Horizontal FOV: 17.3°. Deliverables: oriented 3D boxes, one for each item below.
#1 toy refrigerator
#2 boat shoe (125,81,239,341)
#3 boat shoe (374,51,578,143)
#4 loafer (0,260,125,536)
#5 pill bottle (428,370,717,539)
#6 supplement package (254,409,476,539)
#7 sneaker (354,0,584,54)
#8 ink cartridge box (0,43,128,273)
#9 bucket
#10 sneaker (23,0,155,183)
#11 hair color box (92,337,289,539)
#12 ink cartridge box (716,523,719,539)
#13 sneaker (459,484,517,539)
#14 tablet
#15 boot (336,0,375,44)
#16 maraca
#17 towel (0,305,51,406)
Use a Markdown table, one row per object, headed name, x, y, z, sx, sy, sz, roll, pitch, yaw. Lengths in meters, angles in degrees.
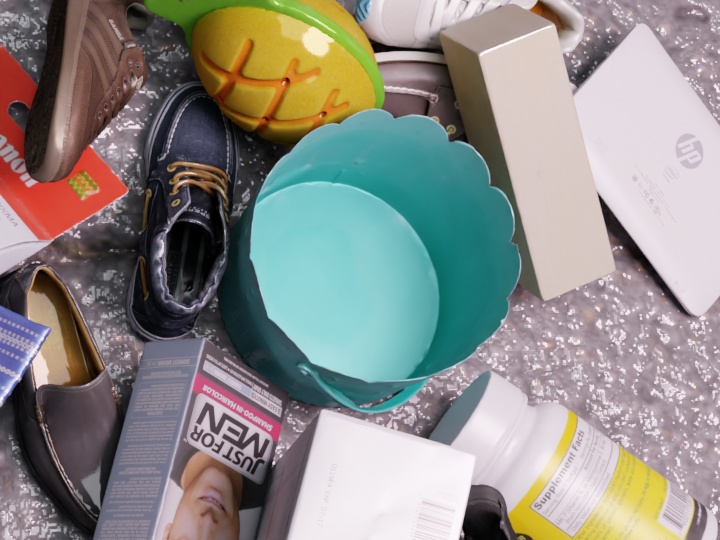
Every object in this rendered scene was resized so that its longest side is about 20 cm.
| name | x | y | z | sx | sy | sz | roll | pitch | yaw |
| --- | --- | --- | --- | --- | --- | --- | --- | --- | --- |
| toy refrigerator | 0.126 | -0.088 | 1.738 | 0.070 | 0.076 | 0.200 | -23 | 114 | -13 |
| boat shoe | -0.117 | -0.050 | 1.689 | 0.071 | 0.091 | 0.200 | 12 | 71 | -16 |
| boat shoe | 0.075 | -0.119 | 1.788 | 0.200 | 0.072 | 0.060 | 8 | 69 | -23 |
| loafer | -0.201 | 0.089 | 1.630 | 0.073 | 0.072 | 0.200 | -23 | 84 | -25 |
| pill bottle | 0.146 | 0.166 | 1.706 | 0.200 | 0.114 | 0.114 | 35 | 67 | -6 |
| supplement package | -0.008 | 0.181 | 1.597 | 0.109 | 0.200 | 0.114 | 17 | 71 | -7 |
| sneaker | 0.081 | -0.195 | 1.765 | 0.200 | 0.081 | 0.077 | -4 | 114 | -42 |
| ink cartridge box | -0.284 | -0.069 | 1.634 | 0.200 | 0.050 | 0.162 | -34 | 70 | -23 |
| bucket | 0.000 | 0.000 | 1.691 | 0.207 | 0.135 | 0.207 | 5 | 74 | -17 |
| sneaker | -0.185 | -0.137 | 1.677 | 0.075 | 0.070 | 0.200 | 20 | 49 | -19 |
| hair color box | -0.120 | 0.157 | 1.619 | 0.099 | 0.061 | 0.200 | 35 | 60 | -44 |
| ink cartridge box | 0.304 | 0.211 | 1.747 | 0.068 | 0.115 | 0.200 | 40 | 66 | -5 |
| sneaker | 0.087 | 0.227 | 1.625 | 0.060 | 0.104 | 0.200 | -8 | 119 | -2 |
| tablet | 0.239 | -0.078 | 1.833 | 0.130 | 0.014 | 0.200 | -47 | 109 | -27 |
| boot | -0.031 | -0.205 | 1.771 | 0.200 | 0.074 | 0.096 | -28 | 78 | -25 |
| maraca | -0.067 | -0.160 | 1.684 | 0.200 | 0.137 | 0.107 | 40 | 51 | -36 |
| towel | -0.319 | 0.088 | 1.582 | 0.145 | 0.024 | 0.200 | 24 | 65 | 21 |
